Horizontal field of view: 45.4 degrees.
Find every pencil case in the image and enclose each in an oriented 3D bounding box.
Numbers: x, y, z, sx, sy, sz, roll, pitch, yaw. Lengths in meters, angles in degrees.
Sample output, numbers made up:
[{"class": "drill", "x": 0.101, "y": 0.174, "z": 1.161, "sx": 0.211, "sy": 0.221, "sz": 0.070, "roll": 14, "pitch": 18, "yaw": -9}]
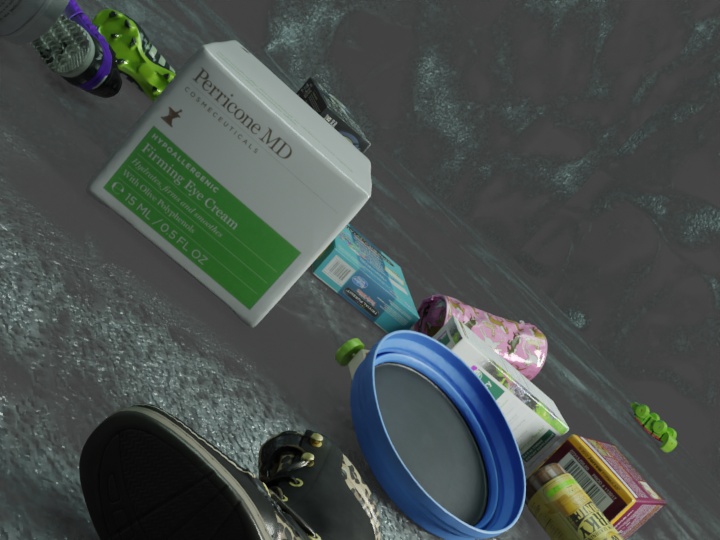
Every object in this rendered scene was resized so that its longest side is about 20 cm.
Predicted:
[{"class": "pencil case", "x": 0.173, "y": 0.098, "z": 1.246, "sx": 0.199, "sy": 0.083, "sz": 0.087, "roll": 19, "pitch": 26, "yaw": -27}]

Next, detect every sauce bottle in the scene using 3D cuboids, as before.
[{"class": "sauce bottle", "x": 0.256, "y": 0.303, "z": 0.938, "sx": 0.200, "sy": 0.065, "sz": 0.065, "roll": 50, "pitch": 13, "yaw": 34}]

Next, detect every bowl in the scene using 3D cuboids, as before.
[{"class": "bowl", "x": 0.070, "y": 0.150, "z": 0.782, "sx": 0.200, "sy": 0.039, "sz": 0.201, "roll": 34, "pitch": 33, "yaw": -26}]

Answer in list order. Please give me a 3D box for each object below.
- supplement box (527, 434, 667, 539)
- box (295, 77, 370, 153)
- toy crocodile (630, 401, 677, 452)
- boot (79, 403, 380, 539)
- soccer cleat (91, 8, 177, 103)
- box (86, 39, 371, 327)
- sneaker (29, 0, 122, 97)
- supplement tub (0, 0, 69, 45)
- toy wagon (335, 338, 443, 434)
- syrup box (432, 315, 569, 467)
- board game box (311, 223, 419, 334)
[{"class": "supplement box", "x": 0.315, "y": 0.290, "z": 1.132, "sx": 0.110, "sy": 0.086, "sz": 0.200, "roll": 50, "pitch": 13, "yaw": 31}, {"class": "box", "x": -0.083, "y": -0.178, "z": 1.268, "sx": 0.086, "sy": 0.164, "sz": 0.200, "roll": 37, "pitch": 12, "yaw": -23}, {"class": "toy crocodile", "x": 0.825, "y": 0.438, "z": 2.429, "sx": 0.067, "sy": 0.062, "sz": 0.200, "roll": 36, "pitch": 9, "yaw": -30}, {"class": "boot", "x": -0.054, "y": 0.132, "z": 0.471, "sx": 0.200, "sy": 0.073, "sz": 0.151, "roll": 45, "pitch": 12, "yaw": -9}, {"class": "soccer cleat", "x": -0.295, "y": -0.276, "z": 1.181, "sx": 0.200, "sy": 0.067, "sz": 0.081, "roll": 47, "pitch": -6, "yaw": 12}, {"class": "box", "x": -0.113, "y": -0.092, "z": 0.832, "sx": 0.199, "sy": 0.171, "sz": 0.200, "roll": 41, "pitch": 11, "yaw": -10}, {"class": "sneaker", "x": -0.335, "y": -0.266, "z": 0.996, "sx": 0.200, "sy": 0.069, "sz": 0.099, "roll": 55, "pitch": 9, "yaw": 31}, {"class": "supplement tub", "x": -0.389, "y": -0.322, "z": 0.827, "sx": 0.200, "sy": 0.132, "sz": 0.132, "roll": 30, "pitch": 17, "yaw": -51}, {"class": "toy wagon", "x": 0.058, "y": 0.139, "z": 0.915, "sx": 0.155, "sy": 0.040, "sz": 0.200, "roll": 49, "pitch": 13, "yaw": 23}, {"class": "syrup box", "x": 0.170, "y": 0.158, "z": 1.130, "sx": 0.200, "sy": 0.079, "sz": 0.081, "roll": 40, "pitch": 12, "yaw": -16}, {"class": "board game box", "x": 0.000, "y": 0.000, "z": 1.202, "sx": 0.151, "sy": 0.047, "sz": 0.200, "roll": 40, "pitch": 12, "yaw": -16}]
